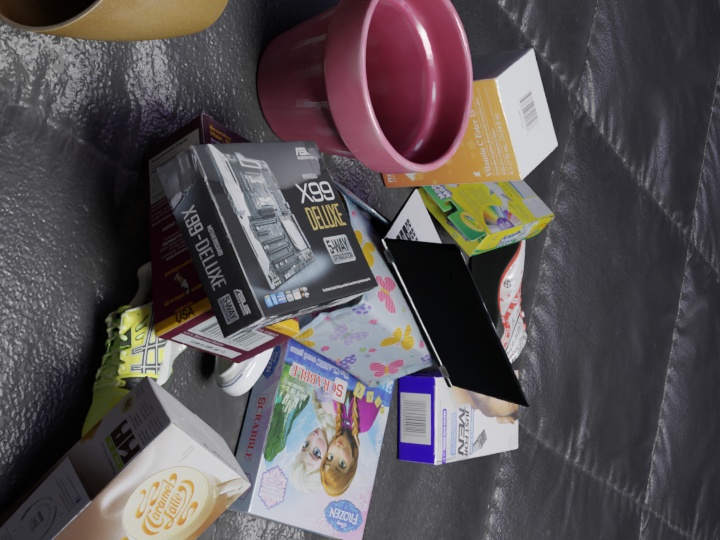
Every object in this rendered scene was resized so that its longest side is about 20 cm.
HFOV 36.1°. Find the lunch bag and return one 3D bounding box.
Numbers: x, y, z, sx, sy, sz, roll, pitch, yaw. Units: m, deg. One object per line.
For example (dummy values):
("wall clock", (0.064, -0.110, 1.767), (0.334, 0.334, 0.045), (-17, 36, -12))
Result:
("lunch bag", (0.000, 0.000, 1.222), (0.169, 0.126, 0.202), (38, 35, -45))

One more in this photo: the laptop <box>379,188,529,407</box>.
("laptop", (0.112, 0.022, 1.165), (0.189, 0.115, 0.200), (64, 29, -20))

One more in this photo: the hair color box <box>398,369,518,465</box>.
("hair color box", (0.131, 0.186, 1.443), (0.199, 0.064, 0.111), (1, 88, -53))

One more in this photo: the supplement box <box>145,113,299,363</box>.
("supplement box", (-0.132, -0.029, 1.042), (0.110, 0.085, 0.202), (25, 47, -47))

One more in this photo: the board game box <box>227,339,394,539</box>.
("board game box", (-0.050, 0.188, 1.233), (0.199, 0.041, 0.202), (29, 68, -47))

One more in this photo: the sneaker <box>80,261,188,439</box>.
("sneaker", (-0.213, 0.079, 1.017), (0.077, 0.075, 0.201), (49, 44, -30))

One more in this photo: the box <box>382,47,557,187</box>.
("box", (0.114, -0.178, 1.310), (0.097, 0.199, 0.125), (-41, 120, -42))

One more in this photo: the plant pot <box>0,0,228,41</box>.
("plant pot", (-0.201, -0.275, 0.957), (0.200, 0.185, 0.189), (9, 83, -63))

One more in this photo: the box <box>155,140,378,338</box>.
("box", (-0.079, -0.035, 0.995), (0.199, 0.049, 0.159), (-12, 78, -60))

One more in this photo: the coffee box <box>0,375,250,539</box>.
("coffee box", (-0.208, 0.204, 0.935), (0.200, 0.080, 0.114), (-43, 129, -2))

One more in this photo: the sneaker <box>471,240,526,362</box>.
("sneaker", (0.195, 0.033, 1.525), (0.108, 0.067, 0.203), (53, 45, -51))

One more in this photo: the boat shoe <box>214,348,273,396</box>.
("boat shoe", (-0.124, 0.025, 1.129), (0.065, 0.073, 0.202), (33, 55, -41))

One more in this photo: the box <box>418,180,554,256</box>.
("box", (0.158, -0.084, 1.438), (0.199, 0.048, 0.118), (-14, 58, -51))

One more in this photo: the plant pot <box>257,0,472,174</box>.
("plant pot", (-0.005, -0.202, 1.180), (0.199, 0.178, 0.202), (-1, 92, -51))
